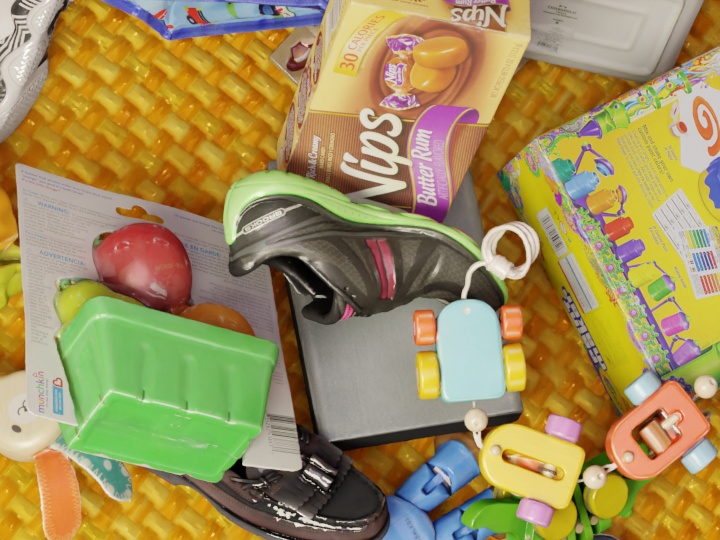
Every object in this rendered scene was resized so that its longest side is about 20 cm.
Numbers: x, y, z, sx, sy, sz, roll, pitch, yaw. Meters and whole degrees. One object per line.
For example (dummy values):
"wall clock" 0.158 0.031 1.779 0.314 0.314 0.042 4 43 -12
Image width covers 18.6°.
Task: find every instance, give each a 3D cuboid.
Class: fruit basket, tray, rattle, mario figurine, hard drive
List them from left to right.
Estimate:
"rattle" -0.206 0.050 1.373 0.129 0.143 0.202 -2 58 -14
"fruit basket" -0.131 0.033 1.368 0.184 0.094 0.201 16 37 -29
"mario figurine" 0.003 0.186 1.457 0.199 0.107 0.123 -29 51 -22
"hard drive" 0.021 0.013 1.476 0.138 0.033 0.202 -8 72 -10
"tray" 0.135 -0.181 1.502 0.198 0.108 0.022 11 43 -11

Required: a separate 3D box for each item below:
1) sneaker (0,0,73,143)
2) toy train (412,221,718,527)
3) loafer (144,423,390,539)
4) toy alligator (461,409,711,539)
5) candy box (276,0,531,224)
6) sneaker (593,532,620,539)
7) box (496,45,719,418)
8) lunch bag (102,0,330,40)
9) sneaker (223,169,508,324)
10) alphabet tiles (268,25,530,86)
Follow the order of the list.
"sneaker" -0.244 -0.186 1.424 0.114 0.075 0.201 31 117 3
"toy train" 0.123 0.074 1.392 0.150 0.056 0.200 -43 88 -7
"loafer" -0.072 0.118 1.408 0.199 0.063 0.072 22 45 20
"toy alligator" 0.155 0.149 1.444 0.199 0.059 0.055 -19 111 -26
"candy box" 0.023 -0.112 1.387 0.116 0.201 0.057 10 51 -12
"sneaker" 0.114 0.242 1.419 0.202 0.146 0.077 -38 87 -14
"box" 0.230 -0.029 1.488 0.191 0.122 0.201 -26 86 -12
"lunch bag" -0.064 -0.237 1.433 0.199 0.094 0.152 3 78 36
"sneaker" 0.000 0.000 1.409 0.198 0.077 0.085 17 76 -18
"alphabet tiles" 0.038 -0.184 1.539 0.167 0.008 0.200 44 78 -1
